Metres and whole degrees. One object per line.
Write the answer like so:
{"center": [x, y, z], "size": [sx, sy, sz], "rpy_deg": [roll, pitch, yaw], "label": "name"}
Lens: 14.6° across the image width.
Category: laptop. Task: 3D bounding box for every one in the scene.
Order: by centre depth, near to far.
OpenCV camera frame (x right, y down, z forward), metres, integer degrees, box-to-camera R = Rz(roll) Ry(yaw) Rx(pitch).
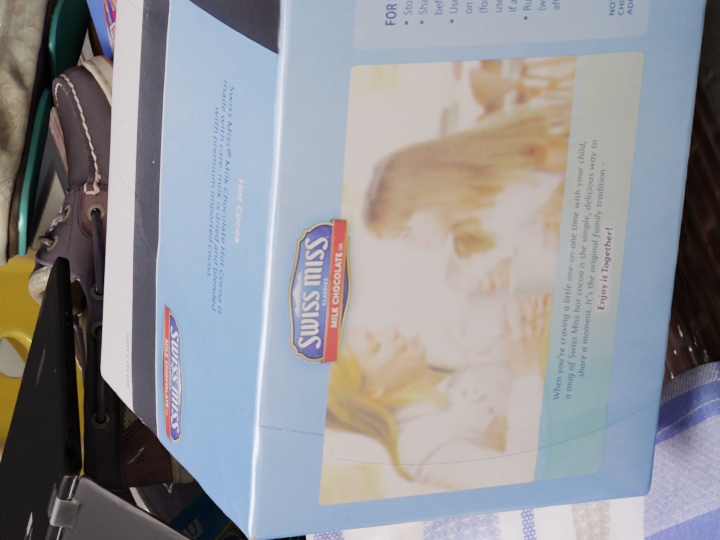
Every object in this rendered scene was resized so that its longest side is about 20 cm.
{"center": [-0.085, 0.135, 1.145], "size": [0.200, 0.116, 0.188], "rpy_deg": [-100, 23, -48], "label": "laptop"}

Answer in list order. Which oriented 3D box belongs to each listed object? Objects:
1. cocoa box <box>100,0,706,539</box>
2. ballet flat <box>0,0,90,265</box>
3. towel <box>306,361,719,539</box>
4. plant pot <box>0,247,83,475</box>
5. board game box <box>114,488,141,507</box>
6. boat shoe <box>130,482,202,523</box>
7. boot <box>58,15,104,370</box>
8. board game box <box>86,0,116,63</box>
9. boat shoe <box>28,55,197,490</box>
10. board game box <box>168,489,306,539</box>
{"center": [0.009, -0.042, 0.808], "size": [0.131, 0.133, 0.201], "rpy_deg": [-141, 51, -59], "label": "cocoa box"}
{"center": [-0.166, -0.086, 1.287], "size": [0.068, 0.062, 0.200], "rpy_deg": [97, -179, -45], "label": "ballet flat"}
{"center": [0.049, 0.119, 0.864], "size": [0.200, 0.024, 0.147], "rpy_deg": [-25, 56, 45], "label": "towel"}
{"center": [-0.230, 0.072, 1.632], "size": [0.189, 0.200, 0.201], "rpy_deg": [-32, 76, 56], "label": "plant pot"}
{"center": [-0.090, 0.195, 1.341], "size": [0.057, 0.165, 0.200], "rpy_deg": [117, 134, -66], "label": "board game box"}
{"center": [-0.051, 0.116, 1.301], "size": [0.200, 0.074, 0.060], "rpy_deg": [58, 158, 31], "label": "boat shoe"}
{"center": [-0.115, -0.032, 1.350], "size": [0.074, 0.075, 0.201], "rpy_deg": [-135, 35, -66], "label": "boot"}
{"center": [-0.058, -0.051, 1.205], "size": [0.134, 0.045, 0.201], "rpy_deg": [158, 95, -73], "label": "board game box"}
{"center": [-0.111, 0.001, 1.214], "size": [0.072, 0.065, 0.201], "rpy_deg": [110, 147, -68], "label": "boat shoe"}
{"center": [-0.023, 0.188, 1.182], "size": [0.148, 0.064, 0.200], "rpy_deg": [-46, 55, 24], "label": "board game box"}
